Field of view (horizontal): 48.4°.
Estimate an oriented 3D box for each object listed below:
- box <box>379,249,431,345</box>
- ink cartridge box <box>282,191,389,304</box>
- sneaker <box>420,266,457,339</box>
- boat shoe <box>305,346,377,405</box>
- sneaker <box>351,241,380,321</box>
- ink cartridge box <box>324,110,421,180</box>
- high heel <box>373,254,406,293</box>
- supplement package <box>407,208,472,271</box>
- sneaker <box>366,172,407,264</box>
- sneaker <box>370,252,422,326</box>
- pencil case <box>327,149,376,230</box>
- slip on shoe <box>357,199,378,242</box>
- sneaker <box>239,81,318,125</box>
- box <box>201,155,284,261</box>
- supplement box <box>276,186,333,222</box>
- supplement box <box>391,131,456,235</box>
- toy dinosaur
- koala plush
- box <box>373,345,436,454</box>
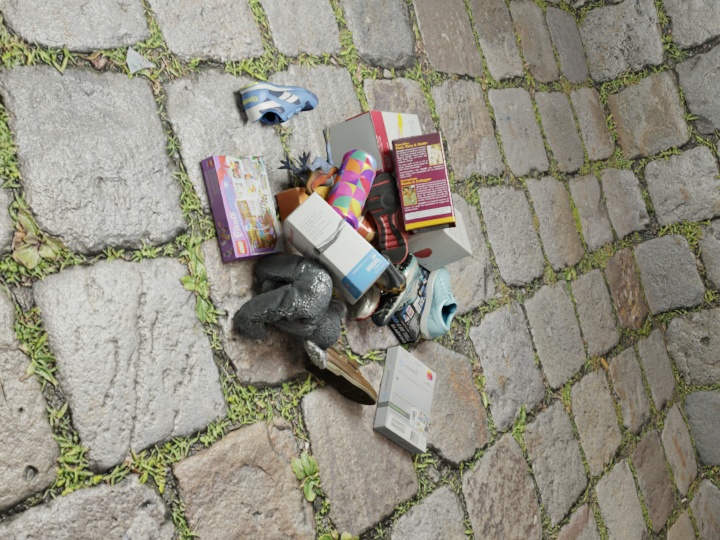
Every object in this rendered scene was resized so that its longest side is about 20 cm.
[{"bbox_3d":[0.101,0.038,1.918,0.199,0.049,0.200,54,42,-24],"label":"box"},{"bbox_3d":[-0.051,-0.041,1.556,0.200,0.145,0.084,44,78,2],"label":"ink cartridge box"},{"bbox_3d":[0.204,0.074,1.934,0.074,0.082,0.201,40,50,-39],"label":"sneaker"},{"bbox_3d":[-0.028,0.212,1.674,0.200,0.072,0.068,43,48,-35],"label":"boat shoe"},{"bbox_3d":[-0.009,0.019,1.776,0.082,0.078,0.201,22,53,-38],"label":"sneaker"},{"bbox_3d":[0.042,-0.280,1.874,0.199,0.145,0.146,-10,86,-52],"label":"ink cartridge box"},{"bbox_3d":[0.000,0.000,1.720,0.072,0.199,0.143,-65,148,-18],"label":"high heel"},{"bbox_3d":[0.162,-0.097,1.896,0.200,0.121,0.121,31,43,-55],"label":"supplement package"},{"bbox_3d":[0.062,-0.114,1.771,0.087,0.073,0.202,-10,92,-79],"label":"sneaker"},{"bbox_3d":[0.092,0.056,1.804,0.086,0.077,0.201,52,51,-30],"label":"sneaker"},{"bbox_3d":[-0.022,-0.162,1.699,0.088,0.088,0.201,43,48,-34],"label":"pencil case"},{"bbox_3d":[0.024,-0.121,1.832,0.061,0.074,0.200,32,31,-4],"label":"slip on shoe"},{"bbox_3d":[-0.170,-0.345,1.693,0.199,0.074,0.083,-6,84,-45],"label":"sneaker"},{"bbox_3d":[-0.228,-0.124,1.564,0.136,0.039,0.202,-9,85,-53],"label":"box"},{"bbox_3d":[-0.089,-0.145,1.728,0.199,0.068,0.067,-11,89,-55],"label":"supplement box"},{"bbox_3d":[0.139,-0.188,1.741,0.086,0.109,0.202,34,47,-80],"label":"supplement box"},{"bbox_3d":[-0.096,-0.204,1.701,0.181,0.104,0.201,21,51,-57],"label":"toy dinosaur"},{"bbox_3d":[-0.103,0.086,1.556,0.200,0.183,0.178,54,41,-39],"label":"koala plush"},{"bbox_3d":[0.105,0.297,1.840,0.156,0.041,0.201,39,51,-38],"label":"box"}]
